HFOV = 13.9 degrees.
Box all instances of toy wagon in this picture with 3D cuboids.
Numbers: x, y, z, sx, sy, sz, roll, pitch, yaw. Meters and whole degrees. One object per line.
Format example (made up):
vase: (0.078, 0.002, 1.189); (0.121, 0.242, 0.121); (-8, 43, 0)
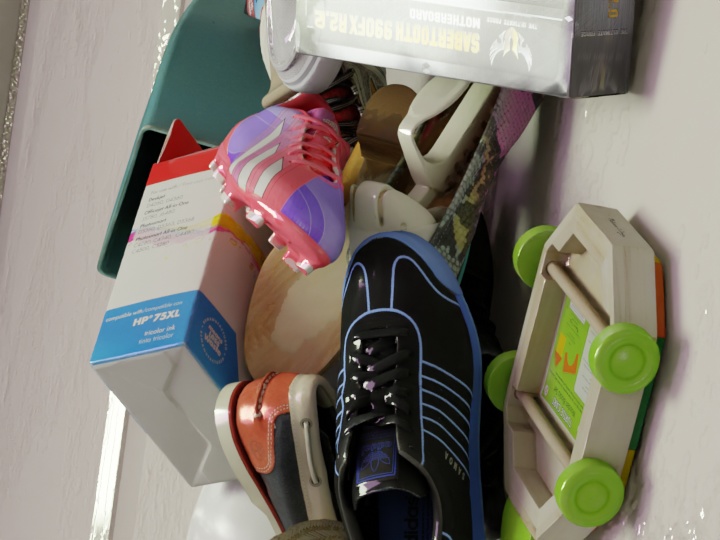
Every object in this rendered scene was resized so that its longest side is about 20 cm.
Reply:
toy wagon: (0.099, 0.071, 1.443); (0.155, 0.040, 0.200); (-120, 40, -67)

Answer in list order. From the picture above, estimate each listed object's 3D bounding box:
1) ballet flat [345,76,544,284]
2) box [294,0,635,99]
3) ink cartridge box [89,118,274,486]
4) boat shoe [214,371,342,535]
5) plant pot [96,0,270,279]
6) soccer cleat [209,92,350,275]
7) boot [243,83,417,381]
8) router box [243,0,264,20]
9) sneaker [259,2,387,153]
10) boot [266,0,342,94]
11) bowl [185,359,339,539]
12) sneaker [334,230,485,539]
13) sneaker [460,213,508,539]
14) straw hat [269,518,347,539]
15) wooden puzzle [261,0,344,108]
ballet flat: (0.036, -0.048, 1.568); (0.069, 0.071, 0.200); (17, 74, 41)
box: (0.053, -0.178, 1.510); (0.200, 0.048, 0.159); (12, 105, 43)
ink cartridge box: (-0.078, 0.010, 1.700); (0.067, 0.116, 0.200); (-13, 42, 28)
boat shoe: (-0.009, 0.135, 1.631); (0.200, 0.063, 0.071); (61, -147, -30)
plant pot: (-0.087, -0.096, 2.046); (0.200, 0.141, 0.141); (-84, 12, -46)
soccer cleat: (-0.034, -0.054, 1.580); (0.076, 0.067, 0.200); (-45, 15, 1)
boot: (0.000, -0.001, 1.705); (0.144, 0.071, 0.201); (71, -139, -69)
router box: (-0.013, -0.252, 1.970); (0.150, 0.062, 0.200); (-151, 72, -70)
sneaker: (-0.010, -0.091, 1.798); (0.082, 0.078, 0.200); (-108, 4, -64)
boot: (-0.052, -0.201, 1.621); (0.074, 0.095, 0.200); (4, 89, 58)
bowl: (-0.054, 0.133, 1.778); (0.200, 0.075, 0.200); (107, -177, -60)
sneaker: (0.021, 0.074, 1.489); (0.078, 0.070, 0.200); (14, -115, -66)
sneaker: (0.056, 0.048, 1.584); (0.104, 0.060, 0.200); (-16, 59, 61)
straw hat: (0.020, 0.217, 1.528); (0.085, 0.201, 0.201); (-12, 64, 29)
wooden puzzle: (-0.014, -0.211, 1.682); (0.185, 0.037, 0.200); (-29, 57, 53)
